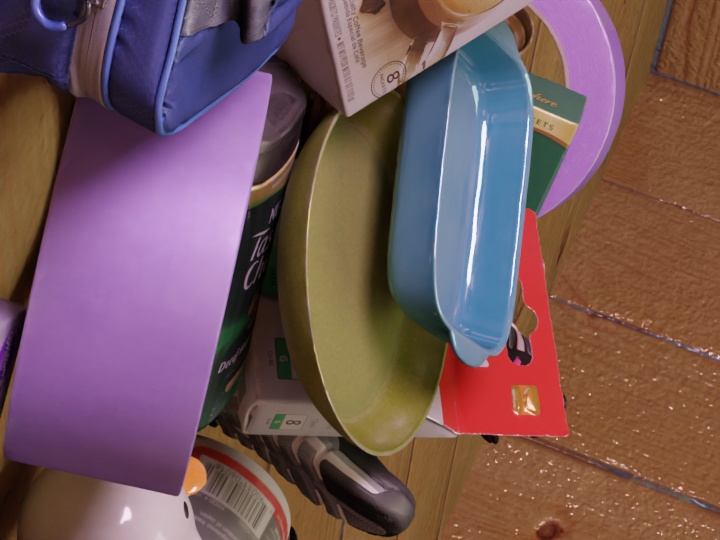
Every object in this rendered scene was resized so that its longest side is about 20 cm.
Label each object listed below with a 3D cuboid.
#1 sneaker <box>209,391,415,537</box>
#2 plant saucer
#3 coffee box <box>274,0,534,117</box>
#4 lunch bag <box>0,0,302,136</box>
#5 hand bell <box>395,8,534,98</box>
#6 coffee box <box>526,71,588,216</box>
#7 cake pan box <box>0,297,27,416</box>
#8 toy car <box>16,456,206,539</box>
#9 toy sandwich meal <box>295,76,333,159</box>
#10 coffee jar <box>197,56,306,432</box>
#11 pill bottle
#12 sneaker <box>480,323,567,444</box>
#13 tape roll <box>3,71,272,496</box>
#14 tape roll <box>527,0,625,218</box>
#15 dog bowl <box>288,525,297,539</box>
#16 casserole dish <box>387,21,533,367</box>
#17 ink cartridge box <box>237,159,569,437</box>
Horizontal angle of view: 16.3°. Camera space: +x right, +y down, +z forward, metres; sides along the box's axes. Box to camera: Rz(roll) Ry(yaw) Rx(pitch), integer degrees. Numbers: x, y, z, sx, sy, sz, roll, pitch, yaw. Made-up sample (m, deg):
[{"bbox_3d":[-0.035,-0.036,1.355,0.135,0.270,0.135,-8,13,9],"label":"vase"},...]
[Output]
[{"bbox_3d":[-0.023,0.065,1.497,0.116,0.200,0.075,-47,153,-19],"label":"sneaker"},{"bbox_3d":[0.000,0.000,1.361,0.200,0.031,0.201,0,90,-66],"label":"plant saucer"},{"bbox_3d":[0.043,-0.186,1.310,0.200,0.080,0.113,-33,140,-17],"label":"coffee box"},{"bbox_3d":[-0.080,-0.141,0.995,0.200,0.132,0.136,-51,159,-63],"label":"lunch bag"},{"bbox_3d":[0.043,-0.069,1.547,0.104,0.104,0.200,-58,160,-49],"label":"hand bell"},{"bbox_3d":[0.054,-0.048,1.630,0.044,0.123,0.200,-64,180,-58],"label":"coffee box"},{"bbox_3d":[-0.210,0.108,1.035,0.184,0.052,0.201,-42,150,-75],"label":"cake pan box"},{"bbox_3d":[-0.122,0.167,1.327,0.184,0.176,0.201,113,-8,-66],"label":"toy car"},{"bbox_3d":[-0.036,-0.075,1.600,0.205,0.070,0.206,-157,-90,-88],"label":"toy sandwich meal"},{"bbox_3d":[-0.090,-0.019,1.338,0.104,0.085,0.200,-56,163,-58],"label":"coffee jar"},{"bbox_3d":[-0.129,0.204,1.497,0.114,0.114,0.200,99,15,-50],"label":"pill bottle"},{"bbox_3d":[0.076,0.060,1.574,0.074,0.087,0.200,-49,154,5],"label":"sneaker"},{"bbox_3d":[-0.102,-0.002,1.158,0.200,0.085,0.201,-168,-90,-85],"label":"tape roll"},{"bbox_3d":[0.078,-0.126,1.705,0.066,0.200,0.201,-23,133,-76],"label":"tape roll"},{"bbox_3d":[-0.112,0.250,1.651,0.200,0.074,0.201,-159,-90,-79],"label":"dog bowl"},{"bbox_3d":[0.054,-0.046,1.398,0.121,0.039,0.201,34,60,-61],"label":"casserole dish"},{"bbox_3d":[0.024,0.017,1.467,0.050,0.199,0.161,114,-27,-58],"label":"ink cartridge box"}]
